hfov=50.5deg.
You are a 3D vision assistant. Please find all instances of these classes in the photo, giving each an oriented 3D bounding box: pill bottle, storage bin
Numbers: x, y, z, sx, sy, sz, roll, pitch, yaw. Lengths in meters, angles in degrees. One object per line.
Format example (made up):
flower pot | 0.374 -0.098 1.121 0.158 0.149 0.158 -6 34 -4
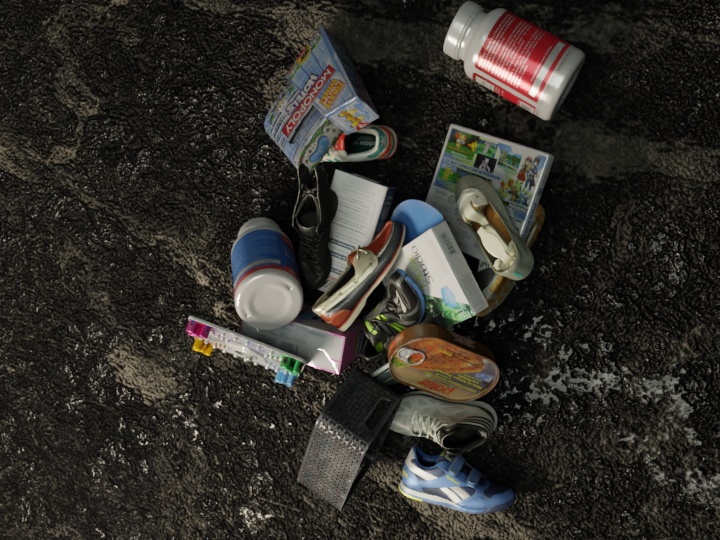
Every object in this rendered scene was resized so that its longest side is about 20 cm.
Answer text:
pill bottle | -0.158 -0.004 1.263 0.110 0.201 0.114 -6 125 -9
pill bottle | 0.230 -0.325 1.162 0.198 0.112 0.114 33 103 12
storage bin | -0.019 0.276 1.246 0.093 0.135 0.202 29 133 13

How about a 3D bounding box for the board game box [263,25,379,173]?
board game box | -0.063 -0.263 1.225 0.201 0.061 0.200 -51 44 10

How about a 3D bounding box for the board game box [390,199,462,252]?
board game box | 0.121 -0.023 1.230 0.157 0.038 0.204 -10 103 61

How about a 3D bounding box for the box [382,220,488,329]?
box | 0.107 0.023 1.208 0.146 0.036 0.200 63 152 5

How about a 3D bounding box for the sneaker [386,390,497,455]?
sneaker | 0.119 0.247 1.246 0.196 0.115 0.078 -1 95 17

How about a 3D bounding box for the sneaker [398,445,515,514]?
sneaker | 0.160 0.346 1.265 0.196 0.074 0.084 8 95 15

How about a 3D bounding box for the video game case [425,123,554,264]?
video game case | 0.189 -0.117 1.196 0.198 0.022 0.186 28 105 42

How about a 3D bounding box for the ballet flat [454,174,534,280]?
ballet flat | 0.187 -0.072 1.133 0.068 0.063 0.202 -49 55 29

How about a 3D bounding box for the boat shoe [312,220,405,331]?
boat shoe | 0.000 0.000 1.222 0.062 0.071 0.202 34 93 -16

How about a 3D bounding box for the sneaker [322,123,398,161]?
sneaker | -0.041 -0.216 1.266 0.195 0.093 0.072 3 96 17

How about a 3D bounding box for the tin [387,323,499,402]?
tin | 0.131 0.149 1.215 0.197 0.042 0.113 24 120 -27

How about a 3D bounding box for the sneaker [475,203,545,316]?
sneaker | 0.216 -0.028 1.224 0.087 0.075 0.203 31 99 27

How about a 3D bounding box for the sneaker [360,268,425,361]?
sneaker | 0.047 0.081 1.228 0.071 0.082 0.202 48 142 27

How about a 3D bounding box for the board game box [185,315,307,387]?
board game box | -0.192 0.140 1.271 0.196 0.200 0.026 22 73 -3

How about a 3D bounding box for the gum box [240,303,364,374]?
gum box | -0.102 0.103 1.300 0.196 0.113 0.068 15 105 15

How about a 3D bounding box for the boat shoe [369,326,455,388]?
boat shoe | 0.083 0.166 1.274 0.198 0.073 0.062 -34 85 11

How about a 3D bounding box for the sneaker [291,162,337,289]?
sneaker | -0.080 -0.066 1.223 0.059 0.104 0.205 12 98 16

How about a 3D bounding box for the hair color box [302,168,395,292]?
hair color box | -0.019 -0.058 1.290 0.098 0.060 0.204 20 100 15
